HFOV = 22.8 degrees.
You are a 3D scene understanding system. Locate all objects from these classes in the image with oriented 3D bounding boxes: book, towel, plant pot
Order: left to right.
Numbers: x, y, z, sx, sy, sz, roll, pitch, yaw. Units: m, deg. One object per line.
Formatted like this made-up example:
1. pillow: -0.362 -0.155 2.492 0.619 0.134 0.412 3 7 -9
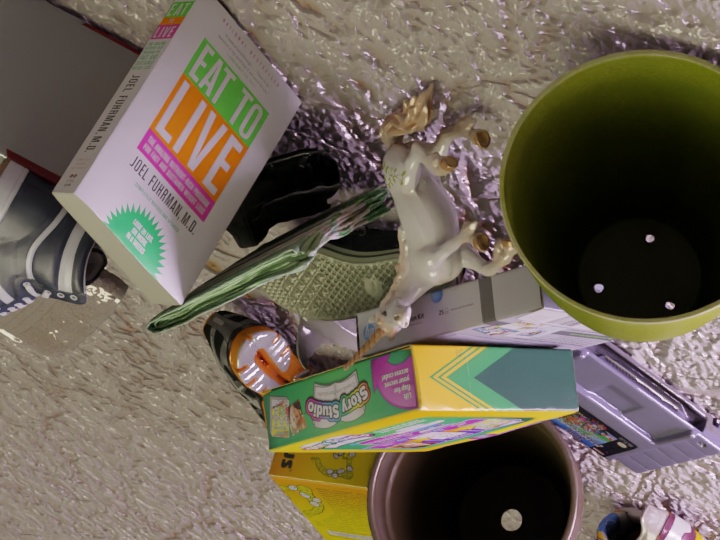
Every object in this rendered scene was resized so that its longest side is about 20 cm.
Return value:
1. towel: -0.287 0.017 1.519 0.132 0.035 0.200 29 153 -15
2. book: -0.137 -0.094 1.330 0.048 0.200 0.134 4 146 39
3. towel: -0.062 -0.010 1.392 0.152 0.200 0.023 -25 96 27
4. plant pot: 0.125 0.229 1.701 0.200 0.200 0.174 14 169 21
5. plant pot: 0.196 -0.026 1.231 0.187 0.187 0.200 18 166 14

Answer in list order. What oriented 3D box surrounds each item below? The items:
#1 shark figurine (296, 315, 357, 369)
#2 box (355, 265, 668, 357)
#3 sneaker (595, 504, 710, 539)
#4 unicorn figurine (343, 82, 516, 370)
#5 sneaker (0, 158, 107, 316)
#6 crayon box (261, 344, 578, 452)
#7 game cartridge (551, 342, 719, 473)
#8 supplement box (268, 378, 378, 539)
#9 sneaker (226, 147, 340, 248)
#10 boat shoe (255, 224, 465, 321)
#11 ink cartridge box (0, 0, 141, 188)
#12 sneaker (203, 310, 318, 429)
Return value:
1. shark figurine: -0.012 0.061 1.620 0.214 0.090 0.128 38 151 -18
2. box: 0.120 0.041 1.426 0.156 0.041 0.200 9 160 -42
3. sneaker: 0.264 0.281 1.793 0.090 0.075 0.200 40 144 -9
4. unicorn figurine: 0.052 -0.030 1.347 0.074 0.200 0.137 4 169 -36
5. sneaker: -0.269 0.011 1.403 0.108 0.070 0.200 27 128 -10
6. crayon box: 0.047 0.107 1.461 0.172 0.058 0.200 5 163 -38
7. game cartridge: 0.212 0.113 1.579 0.200 0.038 0.130 35 147 -17
8. supplement box: 0.002 0.203 1.790 0.109 0.109 0.200 4 152 23
9. sneaker: -0.062 -0.062 1.459 0.104 0.060 0.200 -13 174 3
10. boat shoe: 0.000 0.000 1.512 0.200 0.062 0.075 0 113 28
11. ink cartridge box: -0.272 -0.105 1.481 0.145 0.145 0.200 27 153 -6
12. sneaker: -0.094 0.102 1.781 0.077 0.078 0.200 33 161 34
